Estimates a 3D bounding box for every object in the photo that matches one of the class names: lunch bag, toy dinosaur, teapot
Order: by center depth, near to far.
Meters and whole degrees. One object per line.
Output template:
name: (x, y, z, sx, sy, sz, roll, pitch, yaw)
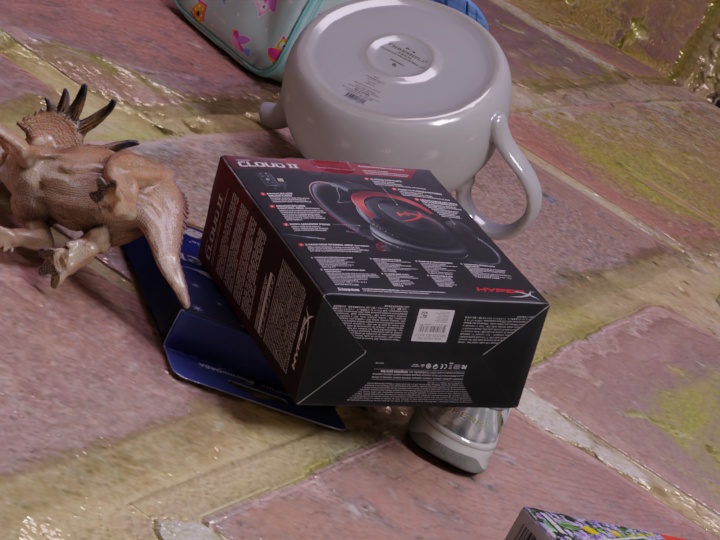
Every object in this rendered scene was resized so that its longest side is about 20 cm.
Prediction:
toy dinosaur: (-0.160, -0.052, 1.359, 0.200, 0.086, 0.135, 25, 21, 22)
teapot: (0.031, -0.116, 1.820, 0.197, 0.146, 0.200, -6, 43, -11)
lunch bag: (-0.081, -0.274, 2.074, 0.077, 0.161, 0.200, 12, 23, -45)

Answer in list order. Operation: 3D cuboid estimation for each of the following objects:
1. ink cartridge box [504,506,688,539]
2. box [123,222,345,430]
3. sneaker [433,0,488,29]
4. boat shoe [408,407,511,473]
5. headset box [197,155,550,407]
ink cartridge box: (0.179, 0.194, 1.256, 0.200, 0.050, 0.109, 15, 21, -37)
box: (-0.076, 0.026, 1.391, 0.121, 0.032, 0.200, 21, 18, -24)
sneaker: (0.060, -0.318, 2.609, 0.199, 0.071, 0.083, 25, 22, -1)
boat shoe: (0.072, 0.066, 1.448, 0.074, 0.065, 0.202, 28, 16, -1)
headset box: (0.000, 0.000, 1.349, 0.148, 0.075, 0.200, 2, 27, -27)
